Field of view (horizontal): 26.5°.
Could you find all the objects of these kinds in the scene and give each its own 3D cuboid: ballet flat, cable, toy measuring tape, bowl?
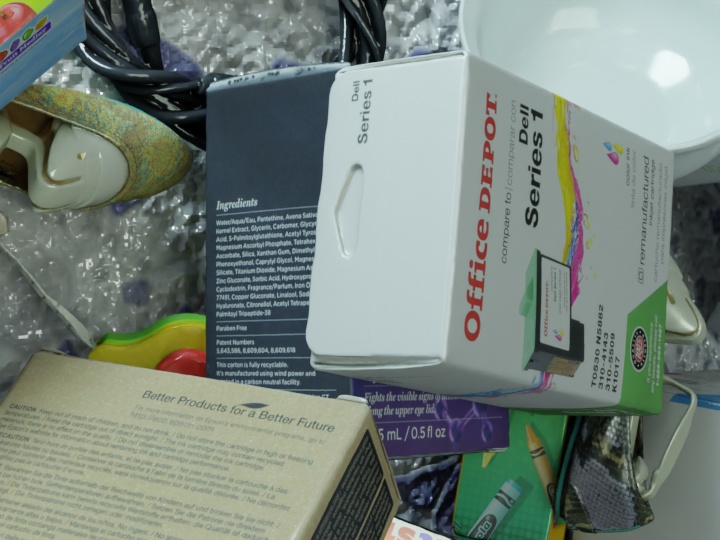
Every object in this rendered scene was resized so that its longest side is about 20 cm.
[{"bbox_3d":[0.160,0.050,0.865,0.071,0.072,0.203,16,78,-27],"label":"ballet flat"},{"bbox_3d":[-0.182,-0.066,0.797,0.198,0.070,0.072,20,80,-24],"label":"ballet flat"},{"bbox_3d":[-0.069,-0.148,0.871,0.199,0.051,0.164,37,73,-24],"label":"cable"},{"bbox_3d":[-0.118,0.030,0.835,0.074,0.073,0.201,-43,100,-21],"label":"toy measuring tape"},{"bbox_3d":[0.155,-0.119,0.945,0.198,0.091,0.203,1,52,-1],"label":"bowl"}]

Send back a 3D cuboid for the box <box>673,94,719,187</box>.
[{"bbox_3d":[0.264,-0.148,0.996,0.036,0.144,0.202,35,74,-21],"label":"box"}]

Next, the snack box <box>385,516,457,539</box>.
[{"bbox_3d":[0.049,0.167,0.892,0.198,0.072,0.025,23,80,-11],"label":"snack box"}]

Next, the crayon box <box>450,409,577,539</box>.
[{"bbox_3d":[0.107,0.064,0.921,0.057,0.119,0.203,8,84,15],"label":"crayon box"}]

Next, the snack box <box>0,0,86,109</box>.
[{"bbox_3d":[-0.256,-0.139,0.719,0.200,0.068,0.169,42,69,8],"label":"snack box"}]

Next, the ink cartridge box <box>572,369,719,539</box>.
[{"bbox_3d":[0.239,0.134,0.958,0.199,0.127,0.127,2,95,-51],"label":"ink cartridge box"}]

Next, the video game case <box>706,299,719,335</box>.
[{"bbox_3d":[0.300,-0.063,0.999,0.022,0.200,0.183,33,71,13],"label":"video game case"}]

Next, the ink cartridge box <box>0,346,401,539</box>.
[{"bbox_3d":[-0.102,0.130,0.705,0.166,0.198,0.076,-59,143,-37],"label":"ink cartridge box"}]

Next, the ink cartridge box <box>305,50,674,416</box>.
[{"bbox_3d":[0.072,-0.010,0.767,0.199,0.083,0.147,16,76,-48],"label":"ink cartridge box"}]

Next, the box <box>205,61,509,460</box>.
[{"bbox_3d":[0.000,0.000,0.826,0.147,0.103,0.203,2,87,-51],"label":"box"}]
